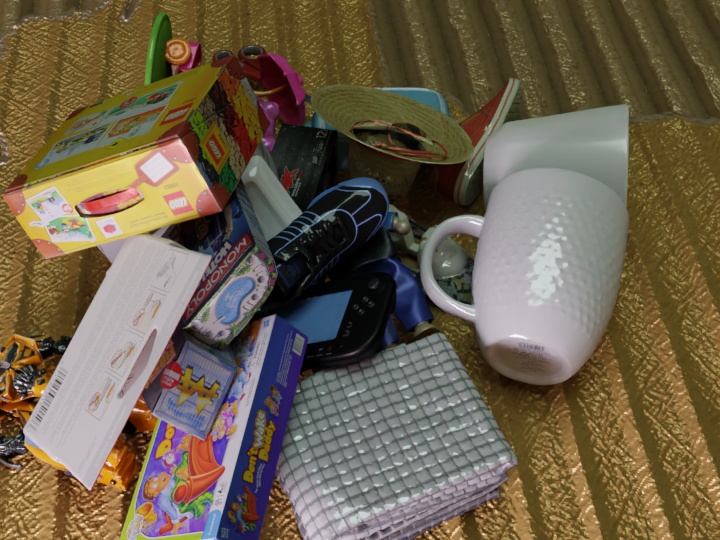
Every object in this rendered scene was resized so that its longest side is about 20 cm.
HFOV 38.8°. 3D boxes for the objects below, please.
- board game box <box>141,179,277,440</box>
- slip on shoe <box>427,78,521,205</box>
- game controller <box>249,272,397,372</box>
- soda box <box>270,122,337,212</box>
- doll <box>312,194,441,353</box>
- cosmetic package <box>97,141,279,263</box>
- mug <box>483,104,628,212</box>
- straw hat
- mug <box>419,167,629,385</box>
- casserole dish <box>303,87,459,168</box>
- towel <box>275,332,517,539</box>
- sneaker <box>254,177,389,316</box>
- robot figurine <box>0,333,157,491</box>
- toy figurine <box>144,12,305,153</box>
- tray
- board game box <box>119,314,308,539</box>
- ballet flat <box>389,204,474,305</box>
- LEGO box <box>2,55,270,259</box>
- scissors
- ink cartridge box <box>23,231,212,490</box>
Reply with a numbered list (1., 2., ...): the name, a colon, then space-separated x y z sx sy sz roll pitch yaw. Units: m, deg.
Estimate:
1. board game box: -0.144 0.038 0.903 0.200 0.061 0.201 -47 36 14
2. slip on shoe: 0.140 -0.160 1.206 0.060 0.075 0.201 21 57 21
3. game controller: -0.056 0.056 0.980 0.197 0.042 0.105 -13 30 31
4. soda box: -0.079 -0.072 1.131 0.070 0.064 0.202 9 49 9
5. doll: 0.000 0.000 1.049 0.135 0.048 0.202 -31 65 4
6. cosmetic package: -0.193 -0.089 1.077 0.197 0.102 0.075 -24 39 5
7. mug: 0.216 -0.101 1.133 0.150 0.186 0.152 1 82 12
8. straw hat: 0.026 -0.127 1.138 0.198 0.086 0.202 13 28 -7
9. mug: 0.156 0.007 1.007 0.197 0.148 0.177 15 59 6
10. casserole dish: 0.026 -0.179 1.241 0.196 0.039 0.122 -1 49 0
11. towel: 0.020 0.160 0.922 0.197 0.086 0.167 -20 50 -15
12. sneaker: -0.051 -0.016 0.985 0.199 0.071 0.078 -35 20 -2
13. robot figurine: -0.282 0.124 0.965 0.197 0.059 0.146 19 51 15
14. toy figurine: -0.156 -0.192 1.202 0.181 0.150 0.203 7 71 -3
15. tray: -0.150 -0.015 1.026 0.199 0.022 0.108 -38 92 -1
16. board game box: -0.126 0.148 0.886 0.133 0.045 0.203 -18 47 39
17. ballet flat: 0.056 -0.025 1.089 0.199 0.073 0.072 30 55 23
18. LEGO box: -0.200 -0.103 0.931 0.197 0.078 0.150 -13 34 25
19. scissors: -0.123 -0.239 1.290 0.072 0.014 0.200 -20 43 -22
20. ink cartridge box: -0.190 0.071 0.843 0.173 0.043 0.202 14 74 54
